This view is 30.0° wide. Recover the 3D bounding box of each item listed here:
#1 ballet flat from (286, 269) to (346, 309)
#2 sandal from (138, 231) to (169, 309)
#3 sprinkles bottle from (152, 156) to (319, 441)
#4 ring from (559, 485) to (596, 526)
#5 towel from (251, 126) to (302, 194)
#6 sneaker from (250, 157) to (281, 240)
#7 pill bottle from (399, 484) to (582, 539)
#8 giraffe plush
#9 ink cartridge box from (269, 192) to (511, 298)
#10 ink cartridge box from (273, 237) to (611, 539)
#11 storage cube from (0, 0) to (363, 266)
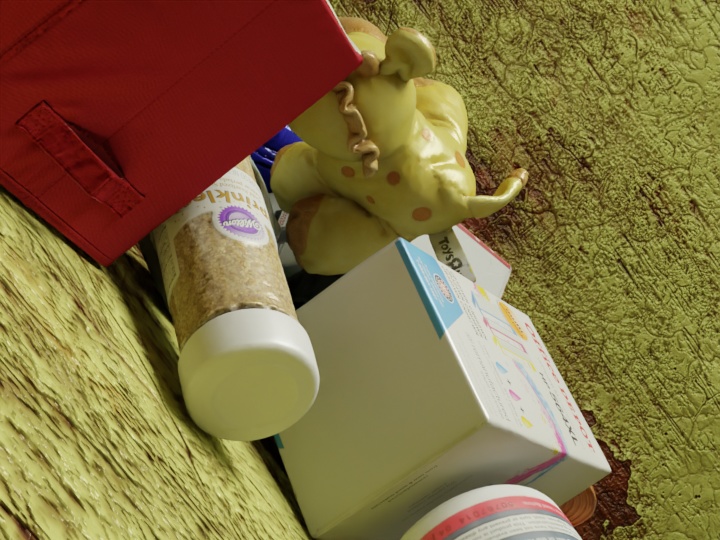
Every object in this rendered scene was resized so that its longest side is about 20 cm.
[{"bbox_3d":[-0.047,0.037,1.028,0.068,0.069,0.200,25,-20,-13],"label":"ballet flat"},{"bbox_3d":[-0.076,0.023,0.861,0.080,0.057,0.201,54,0,27],"label":"sandal"},{"bbox_3d":[-0.075,-0.003,0.722,0.068,0.068,0.201,52,12,-42],"label":"sprinkles bottle"},{"bbox_3d":[0.095,0.165,1.099,0.201,0.199,0.019,52,46,-46],"label":"ring"},{"bbox_3d":[-0.102,-0.096,1.153,0.199,0.050,0.147,29,-23,-24],"label":"towel"},{"bbox_3d":[-0.121,-0.088,0.945,0.201,0.070,0.080,58,4,23],"label":"sneaker"},{"bbox_3d":[0.096,0.215,0.675,0.120,0.119,0.200,52,2,-39],"label":"pill bottle"},{"bbox_3d":[0.000,-0.094,0.894,0.200,0.172,0.163,45,-8,47],"label":"giraffe plush"},{"bbox_3d":[0.000,0.000,1.105,0.146,0.083,0.199,37,-24,-29],"label":"ink cartridge box"},{"bbox_3d":[0.049,0.090,0.819,0.200,0.125,0.129,27,33,-54],"label":"ink cartridge box"},{"bbox_3d":[-0.132,-0.144,0.677,0.200,0.179,0.171,53,1,29],"label":"storage cube"}]
